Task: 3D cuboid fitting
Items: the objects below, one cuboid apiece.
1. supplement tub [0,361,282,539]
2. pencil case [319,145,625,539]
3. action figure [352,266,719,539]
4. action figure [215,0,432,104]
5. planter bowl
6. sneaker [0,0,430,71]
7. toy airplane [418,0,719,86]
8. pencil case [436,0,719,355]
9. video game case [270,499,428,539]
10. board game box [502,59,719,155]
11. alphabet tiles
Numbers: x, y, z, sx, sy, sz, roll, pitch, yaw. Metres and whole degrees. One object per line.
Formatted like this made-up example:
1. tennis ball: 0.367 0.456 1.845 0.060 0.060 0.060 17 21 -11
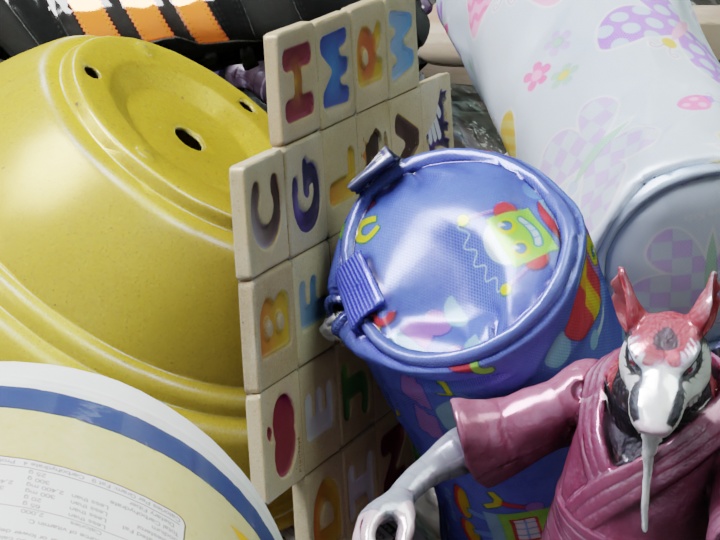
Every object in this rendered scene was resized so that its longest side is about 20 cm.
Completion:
1. supplement tub: -0.086 0.127 0.639 0.144 0.145 0.200 29 26 -14
2. pencil case: 0.047 0.041 0.939 0.200 0.086 0.078 63 13 -55
3. action figure: 0.087 0.084 0.852 0.134 0.201 0.149 29 34 30
4. action figure: -0.007 -0.067 1.121 0.069 0.131 0.200 -14 44 -28
5. planter bowl: -0.072 -0.015 0.925 0.200 0.084 0.201 29 25 -15
6. sneaker: -0.078 -0.083 1.030 0.199 0.090 0.070 15 -11 7
7. toy airplane: 0.099 -0.103 1.226 0.199 0.199 0.142 20 70 -5
8. pencil case: 0.091 -0.060 1.024 0.083 0.090 0.200 55 7 -40
9. video game case: -0.072 0.071 0.901 0.200 0.023 0.182 40 25 7
10. board game box: 0.145 -0.046 1.162 0.105 0.199 0.024 31 46 -45
11. alphabet tiles: 0.000 0.000 0.930 0.006 0.167 0.200 1 11 19
